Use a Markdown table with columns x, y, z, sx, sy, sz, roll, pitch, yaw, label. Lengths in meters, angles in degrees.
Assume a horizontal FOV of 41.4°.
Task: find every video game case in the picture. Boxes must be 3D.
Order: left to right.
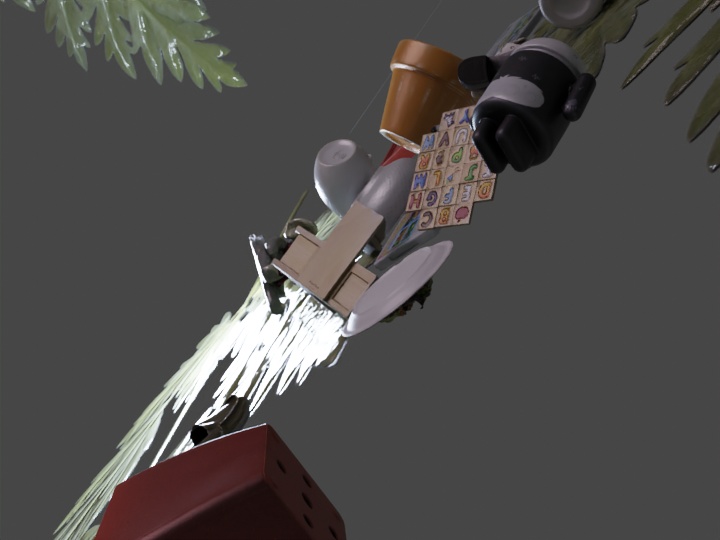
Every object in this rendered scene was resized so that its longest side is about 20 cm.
| x | y | z | sx | sy | sz | roll | pitch | yaw | label |
| --- | --- | --- | --- | --- | --- | --- | --- | --- | --- |
| 0.115 | -0.102 | 1.598 | 0.182 | 0.024 | 0.201 | -34 | 20 | 55 | video game case |
| 0.319 | -0.489 | 2.085 | 0.201 | 0.022 | 0.182 | -52 | 11 | -14 | video game case |

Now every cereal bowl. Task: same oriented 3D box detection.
| x | y | z | sx | sy | sz | roll | pitch | yaw | label |
| --- | --- | --- | --- | --- | --- | --- | --- | --- | --- |
| 0.042 | -0.132 | 1.774 | 0.201 | 0.083 | 0.200 | -52 | 5 | 7 | cereal bowl |

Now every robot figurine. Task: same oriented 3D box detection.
| x | y | z | sx | sy | sz | roll | pitch | yaw | label |
| --- | --- | --- | --- | --- | --- | --- | --- | --- | --- |
| 0.229 | -0.221 | 1.289 | 0.201 | 0.149 | 0.125 | -56 | -16 | -27 | robot figurine |

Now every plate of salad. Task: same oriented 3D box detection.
| x | y | z | sx | sy | sz | roll | pitch | yaw | label |
| --- | --- | --- | --- | --- | --- | --- | --- | --- | --- |
| 0.056 | 0.032 | 1.323 | 0.199 | 0.048 | 0.200 | -39 | 9 | 8 | plate of salad |

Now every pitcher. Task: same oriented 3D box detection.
| x | y | z | sx | sy | sz | roll | pitch | yaw | label |
| --- | --- | --- | --- | --- | --- | --- | --- | --- | --- |
| -0.004 | -0.174 | 1.905 | 0.120 | 0.201 | 0.172 | 24 | 59 | 38 | pitcher |

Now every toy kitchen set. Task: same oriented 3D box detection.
| x | y | z | sx | sy | sz | roll | pitch | yaw | label |
| --- | --- | --- | --- | --- | --- | --- | --- | --- | --- |
| 0.000 | 0.000 | 1.590 | 0.199 | 0.180 | 0.164 | 33 | 84 | 39 | toy kitchen set |

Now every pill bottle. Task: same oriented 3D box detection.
| x | y | z | sx | sy | sz | roll | pitch | yaw | label |
| --- | --- | --- | --- | --- | --- | --- | --- | --- | --- |
| 0.380 | -0.512 | 1.675 | 0.112 | 0.112 | 0.201 | -41 | 14 | 37 | pill bottle |

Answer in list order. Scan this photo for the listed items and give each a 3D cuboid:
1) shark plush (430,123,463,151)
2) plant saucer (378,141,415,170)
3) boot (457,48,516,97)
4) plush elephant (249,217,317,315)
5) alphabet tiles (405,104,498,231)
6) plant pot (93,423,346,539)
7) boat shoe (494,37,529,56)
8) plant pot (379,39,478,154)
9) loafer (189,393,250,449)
| x | y | z | sx | sy | sz | roll | pitch | yaw | label |
| --- | --- | --- | --- | --- | --- | --- | --- | --- | --- |
| 0.195 | -0.223 | 1.523 | 0.090 | 0.084 | 0.200 | 26 | 63 | 42 | shark plush |
| 0.122 | -0.311 | 2.236 | 0.199 | 0.037 | 0.201 | -42 | 14 | 38 | plant saucer |
| 0.261 | -0.308 | 1.563 | 0.185 | 0.070 | 0.200 | -7 | -2 | 16 | boot |
| -0.157 | -0.024 | 2.149 | 0.152 | 0.166 | 0.201 | -15 | 46 | -8 | plush elephant |
| 0.143 | -0.157 | 1.428 | 0.165 | 0.006 | 0.203 | -4 | 65 | 44 | alphabet tiles |
| -0.117 | 0.267 | 0.896 | 0.175 | 0.201 | 0.200 | -35 | 12 | 4 | plant pot |
| 0.281 | -0.391 | 1.769 | 0.069 | 0.071 | 0.201 | -44 | 11 | 32 | boat shoe |
| 0.132 | -0.342 | 1.951 | 0.185 | 0.198 | 0.200 | -65 | 11 | 0 | plant pot |
| -0.255 | 0.281 | 1.664 | 0.075 | 0.069 | 0.201 | -41 | 14 | 36 | loafer |
